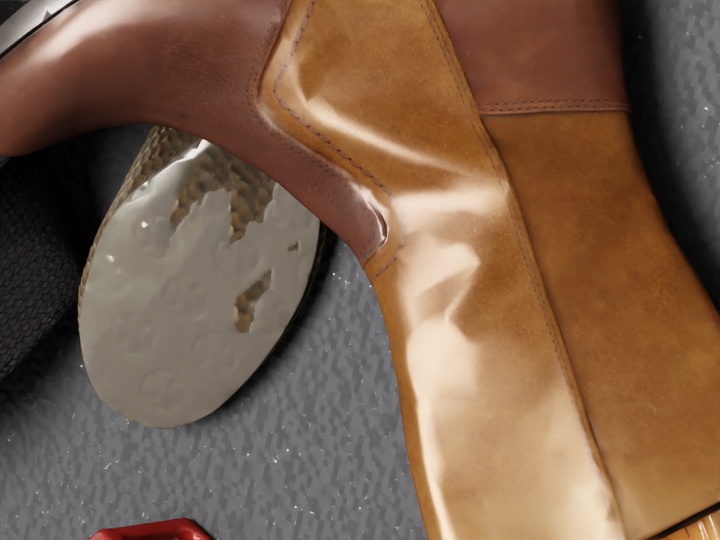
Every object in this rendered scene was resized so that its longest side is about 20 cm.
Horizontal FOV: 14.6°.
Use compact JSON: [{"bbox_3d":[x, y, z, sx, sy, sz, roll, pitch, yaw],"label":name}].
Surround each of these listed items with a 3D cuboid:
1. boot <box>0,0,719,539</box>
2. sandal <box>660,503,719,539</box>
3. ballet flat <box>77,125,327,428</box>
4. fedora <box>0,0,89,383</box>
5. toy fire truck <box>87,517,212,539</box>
[{"bbox_3d":[0.000,0.000,0.768,0.188,0.068,0.201,-18,83,-8],"label":"boot"},{"bbox_3d":[0.055,0.140,0.779,0.079,0.059,0.207,15,98,30],"label":"sandal"},{"bbox_3d":[-0.035,-0.047,0.843,0.067,0.046,0.200,16,107,-6],"label":"ballet flat"},{"bbox_3d":[-0.158,0.001,0.874,0.200,0.201,0.092,-14,119,30],"label":"fedora"},{"bbox_3d":[-0.049,0.192,0.848,0.141,0.049,0.200,-46,69,23],"label":"toy fire truck"}]
